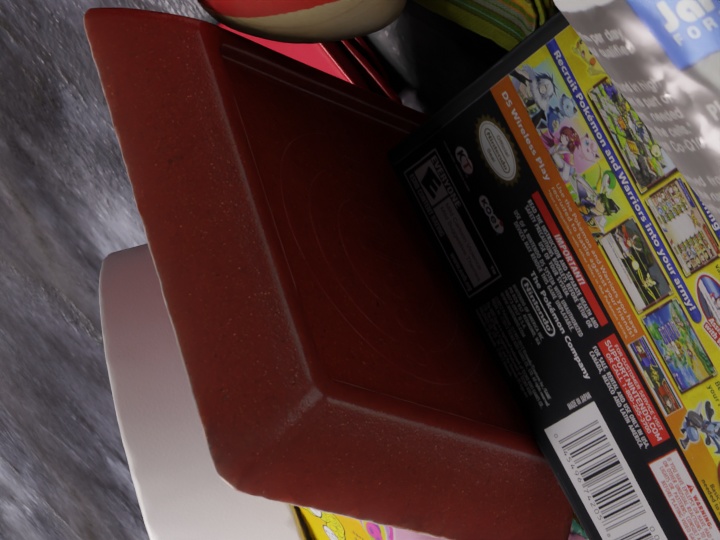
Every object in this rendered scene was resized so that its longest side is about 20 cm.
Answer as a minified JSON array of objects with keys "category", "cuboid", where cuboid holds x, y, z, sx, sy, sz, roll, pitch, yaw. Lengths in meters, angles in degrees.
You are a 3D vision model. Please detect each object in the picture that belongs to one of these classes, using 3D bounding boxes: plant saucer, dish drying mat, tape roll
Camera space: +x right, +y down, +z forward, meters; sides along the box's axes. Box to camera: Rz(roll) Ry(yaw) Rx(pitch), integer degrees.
[{"category":"plant saucer","cuboid":[0.000,0.000,0.992,0.200,0.037,0.200,18,-135,-48]},{"category":"dish drying mat","cuboid":[-0.038,-0.079,1.191,0.077,0.018,0.200,49,161,-7]},{"category":"tape roll","cuboid":[-0.067,0.081,1.325,0.202,0.070,0.203,-15,-90,-87]}]

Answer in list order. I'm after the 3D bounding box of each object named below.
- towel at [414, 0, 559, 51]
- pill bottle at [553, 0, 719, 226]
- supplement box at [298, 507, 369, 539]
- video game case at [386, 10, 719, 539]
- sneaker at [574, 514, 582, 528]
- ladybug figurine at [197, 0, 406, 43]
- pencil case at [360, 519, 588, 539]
[{"category":"towel","cuboid":[0.015,-0.158,0.927,0.086,0.018,0.200,29,153,40]},{"category":"pill bottle","cuboid":[0.120,-0.075,0.726,0.200,0.114,0.114,51,160,-14]},{"category":"supplement box","cuboid":[0.055,0.135,1.273,0.109,0.109,0.200,33,156,34]},{"category":"video game case","cuboid":[0.103,0.011,0.919,0.201,0.025,0.181,62,146,6]},{"category":"sneaker","cuboid":[0.152,0.110,1.084,0.200,0.074,0.081,35,154,27]},{"category":"ladybug figurine","cuboid":[-0.048,-0.159,0.950,0.136,0.072,0.200,41,160,53]},{"category":"pencil case","cuboid":[0.019,0.050,1.138,0.088,0.087,0.201,97,150,-65]}]
